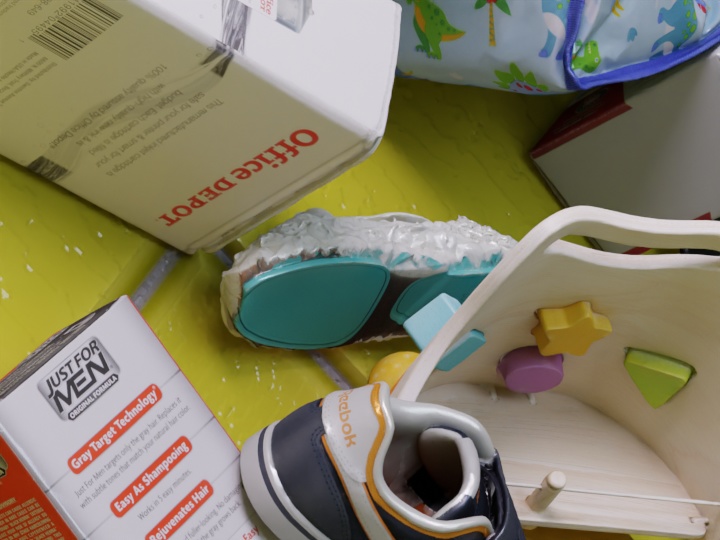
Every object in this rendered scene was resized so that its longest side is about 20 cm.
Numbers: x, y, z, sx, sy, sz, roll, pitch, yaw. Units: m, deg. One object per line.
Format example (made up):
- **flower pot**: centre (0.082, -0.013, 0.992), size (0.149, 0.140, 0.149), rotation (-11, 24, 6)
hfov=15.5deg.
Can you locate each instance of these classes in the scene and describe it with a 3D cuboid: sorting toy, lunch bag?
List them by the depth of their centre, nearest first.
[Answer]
- **sorting toy**: centre (0.103, 0.038, 1.226), size (0.200, 0.180, 0.107), rotation (7, 49, -21)
- **lunch bag**: centre (0.101, -0.163, 1.339), size (0.200, 0.170, 0.128), rotation (-15, 110, -46)

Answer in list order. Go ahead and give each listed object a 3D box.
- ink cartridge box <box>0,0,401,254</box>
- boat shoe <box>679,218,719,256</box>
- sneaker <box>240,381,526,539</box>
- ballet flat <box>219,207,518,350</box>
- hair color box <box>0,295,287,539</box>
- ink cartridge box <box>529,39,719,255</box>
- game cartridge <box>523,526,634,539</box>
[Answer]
- **ink cartridge box**: centre (-0.103, -0.103, 1.161), size (0.200, 0.146, 0.085), rotation (31, 52, -28)
- **boat shoe**: centre (0.256, 0.017, 1.409), size (0.074, 0.201, 0.063), rotation (-62, 154, 2)
- **sneaker**: centre (0.040, 0.120, 1.169), size (0.200, 0.079, 0.079), rotation (39, 30, -37)
- **ballet flat**: centre (0.000, 0.000, 1.274), size (0.200, 0.072, 0.072), rotation (2, 69, -43)
- **hair color box**: centre (-0.086, 0.123, 1.128), size (0.200, 0.061, 0.102), rotation (56, 45, -8)
- **ink cartridge box**: centre (0.203, -0.109, 1.437), size (0.083, 0.146, 0.200), rotation (51, 45, -11)
- **game cartridge**: centre (0.098, 0.199, 1.281), size (0.200, 0.032, 0.176), rotation (49, 46, -9)
